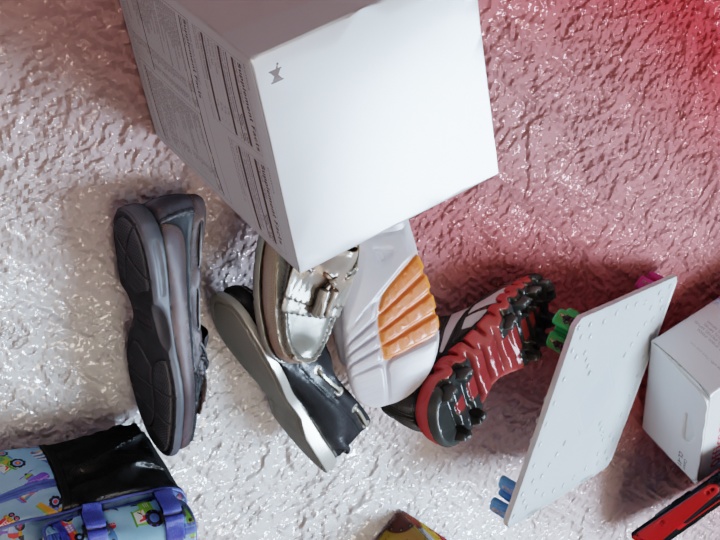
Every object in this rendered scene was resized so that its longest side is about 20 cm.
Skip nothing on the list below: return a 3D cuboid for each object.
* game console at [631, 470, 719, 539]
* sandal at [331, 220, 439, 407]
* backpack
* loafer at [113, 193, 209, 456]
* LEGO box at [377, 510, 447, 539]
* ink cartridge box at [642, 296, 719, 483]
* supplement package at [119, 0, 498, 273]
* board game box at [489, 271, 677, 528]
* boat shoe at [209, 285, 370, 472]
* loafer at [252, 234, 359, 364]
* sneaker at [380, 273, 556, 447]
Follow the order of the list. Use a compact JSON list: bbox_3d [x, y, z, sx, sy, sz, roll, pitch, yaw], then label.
[{"bbox_3d":[0.361,0.193,1.531,0.199,0.031,0.177,-28,161,-31],"label":"game console"},{"bbox_3d":[0.007,-0.002,1.202,0.079,0.059,0.209,-13,103,-22],"label":"sandal"},{"bbox_3d":[-0.228,0.214,1.110,0.199,0.134,0.184,-6,119,-30],"label":"backpack"},{"bbox_3d":[-0.127,0.039,1.119,0.063,0.072,0.201,-22,125,-29],"label":"loafer"},{"bbox_3d":[0.033,0.335,1.414,0.200,0.077,0.149,-50,134,0],"label":"LEGO box"},{"bbox_3d":[0.367,0.084,1.483,0.199,0.086,0.148,-29,143,-18],"label":"ink cartridge box"},{"bbox_3d":[-0.037,-0.132,0.984,0.151,0.200,0.152,-27,130,-19],"label":"supplement package"},{"bbox_3d":[0.194,0.106,1.380,0.199,0.026,0.201,-17,129,-53],"label":"board game box"},{"bbox_3d":[-0.048,0.072,1.193,0.060,0.074,0.201,-42,130,-15],"label":"boat shoe"},{"bbox_3d":[-0.027,-0.032,1.106,0.072,0.063,0.202,6,92,-47],"label":"loafer"},{"bbox_3d":[0.084,0.062,1.288,0.200,0.097,0.071,-44,128,-38],"label":"sneaker"}]
